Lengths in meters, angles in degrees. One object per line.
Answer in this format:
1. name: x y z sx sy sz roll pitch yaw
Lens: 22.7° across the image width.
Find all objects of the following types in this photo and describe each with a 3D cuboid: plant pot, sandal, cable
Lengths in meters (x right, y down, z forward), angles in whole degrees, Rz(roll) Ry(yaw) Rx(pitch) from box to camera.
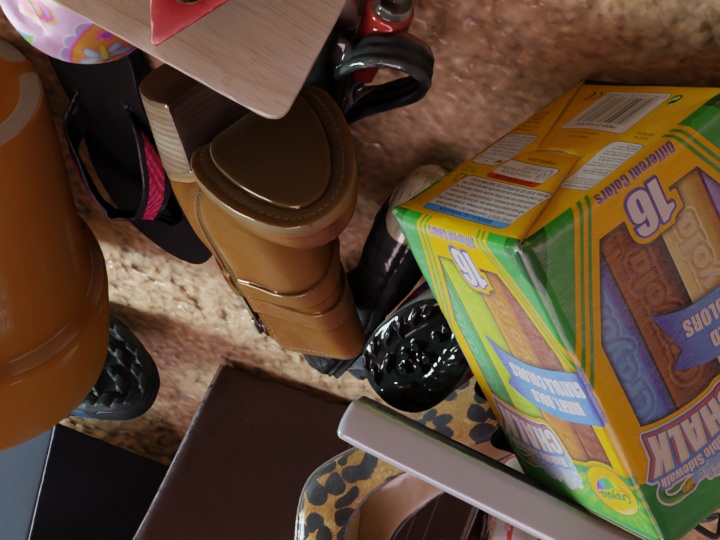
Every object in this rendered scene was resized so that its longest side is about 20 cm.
1. plant pot: -0.239 -0.028 1.005 0.199 0.201 0.184 18 131 11
2. sandal: -0.134 -0.067 0.991 0.075 0.045 0.201 8 144 25
3. cable: -0.008 -0.095 0.885 0.096 0.051 0.200 24 159 7

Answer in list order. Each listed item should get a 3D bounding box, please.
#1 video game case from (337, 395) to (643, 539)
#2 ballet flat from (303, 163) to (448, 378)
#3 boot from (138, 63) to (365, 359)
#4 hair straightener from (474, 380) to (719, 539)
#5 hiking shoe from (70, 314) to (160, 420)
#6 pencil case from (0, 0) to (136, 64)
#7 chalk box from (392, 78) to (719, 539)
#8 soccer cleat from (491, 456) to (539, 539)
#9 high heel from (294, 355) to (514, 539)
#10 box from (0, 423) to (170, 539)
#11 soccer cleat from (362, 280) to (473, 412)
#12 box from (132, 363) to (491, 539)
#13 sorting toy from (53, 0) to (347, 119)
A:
1. video game case: 0.083 0.115 0.896 0.199 0.022 0.182 27 178 3
2. ballet flat: 0.000 0.000 0.982 0.057 0.066 0.200 42 145 6
3. boot: -0.037 -0.011 0.878 0.200 0.076 0.156 28 148 54
4. hair straightener: 0.143 0.117 1.005 0.041 0.077 0.199 -36 134 25
5. hiking shoe: -0.204 0.066 1.222 0.199 0.075 0.087 12 157 35
6. pencil case: -0.086 -0.161 0.790 0.087 0.088 0.200 37 146 -19
7. chalk box: 0.126 0.032 0.802 0.201 0.123 0.124 62 162 -19
8. soccer cleat: 0.138 0.190 1.140 0.068 0.086 0.200 -1 139 35
9. high heel: 0.039 0.141 1.043 0.142 0.202 0.071 11 174 26
10. box: -0.215 0.204 1.324 0.198 0.124 0.199 26 153 -39
11. soccer cleat: 0.080 0.002 0.942 0.068 0.073 0.200 48 128 0
12. box: -0.029 0.196 1.187 0.198 0.165 0.166 18 148 11
13. sorting toy: -0.073 -0.182 0.658 0.199 0.070 0.200 28 108 -5
